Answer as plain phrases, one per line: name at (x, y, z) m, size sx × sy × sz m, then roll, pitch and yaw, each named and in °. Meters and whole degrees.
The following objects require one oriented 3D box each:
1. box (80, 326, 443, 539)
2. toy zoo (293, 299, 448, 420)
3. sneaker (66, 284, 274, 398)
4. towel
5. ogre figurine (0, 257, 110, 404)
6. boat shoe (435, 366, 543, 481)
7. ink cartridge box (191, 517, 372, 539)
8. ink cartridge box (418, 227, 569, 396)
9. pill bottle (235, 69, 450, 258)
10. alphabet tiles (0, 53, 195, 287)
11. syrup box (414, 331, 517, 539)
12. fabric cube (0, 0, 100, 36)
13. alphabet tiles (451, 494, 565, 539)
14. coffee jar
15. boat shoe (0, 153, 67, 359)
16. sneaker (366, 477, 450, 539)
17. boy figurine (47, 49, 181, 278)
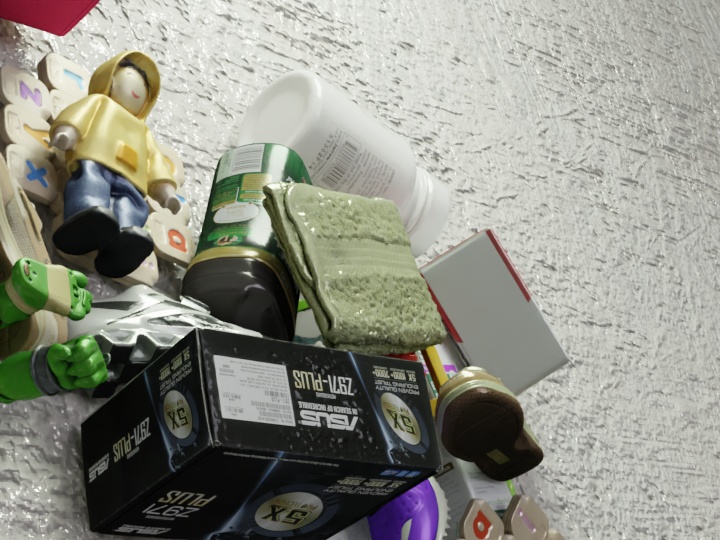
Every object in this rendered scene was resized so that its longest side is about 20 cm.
box at (-0.071, 0.123, 1.176) m, size 0.199 × 0.163 × 0.087 m, roll 11°, pitch 56°, yaw -37°
toy zoo at (-0.001, 0.074, 1.437) m, size 0.130 × 0.021 × 0.202 m, roll -17°, pitch 69°, yaw -14°
sneaker at (-0.139, 0.048, 1.258) m, size 0.198 × 0.074 × 0.089 m, roll 10°, pitch 38°, yaw -34°
towel at (0.000, 0.000, 1.358) m, size 0.199 × 0.036 × 0.150 m, roll 7°, pitch 57°, yaw -62°
ogre figurine at (-0.262, 0.011, 1.086) m, size 0.200 × 0.119 × 0.098 m, roll 46°, pitch 26°, yaw -22°
boat shoe at (0.096, 0.115, 1.387) m, size 0.200 × 0.071 × 0.077 m, roll 57°, pitch 10°, yaw -63°
ink cartridge box at (-0.075, 0.178, 1.299) m, size 0.199 × 0.050 × 0.163 m, roll -16°, pitch 75°, yaw -47°
ink cartridge box at (0.124, 0.048, 1.594) m, size 0.145 × 0.083 × 0.200 m, roll 59°, pitch 0°, yaw 5°
pill bottle at (-0.012, -0.092, 1.577) m, size 0.199 × 0.114 × 0.115 m, roll 33°, pitch 36°, yaw -36°
alphabet tiles at (-0.213, -0.080, 1.348) m, size 0.195 × 0.015 × 0.202 m, roll 26°, pitch 41°, yaw -43°
syrup box at (0.066, 0.156, 1.482) m, size 0.078 × 0.081 × 0.202 m, roll 7°, pitch 56°, yaw -55°
fabric cube at (-0.280, -0.334, 1.302) m, size 0.199 × 0.196 × 0.201 m, roll 11°, pitch 44°, yaw -54°
alphabet tiles at (0.120, 0.294, 1.398) m, size 0.196 × 0.015 × 0.201 m, roll 51°, pitch 54°, yaw -31°
coffee jar at (-0.090, -0.009, 1.376) m, size 0.201 × 0.084 × 0.105 m, roll -80°, pitch 160°, yaw -50°
boat shoe at (-0.263, -0.029, 1.186) m, size 0.064 × 0.071 × 0.202 m, roll 9°, pitch 58°, yaw -65°
sneaker at (0.006, 0.149, 1.314) m, size 0.099 × 0.070 × 0.201 m, roll 27°, pitch 36°, yaw -32°
boy figurine at (-0.187, -0.088, 1.302) m, size 0.124 × 0.064 × 0.201 m, roll 34°, pitch 40°, yaw -31°
